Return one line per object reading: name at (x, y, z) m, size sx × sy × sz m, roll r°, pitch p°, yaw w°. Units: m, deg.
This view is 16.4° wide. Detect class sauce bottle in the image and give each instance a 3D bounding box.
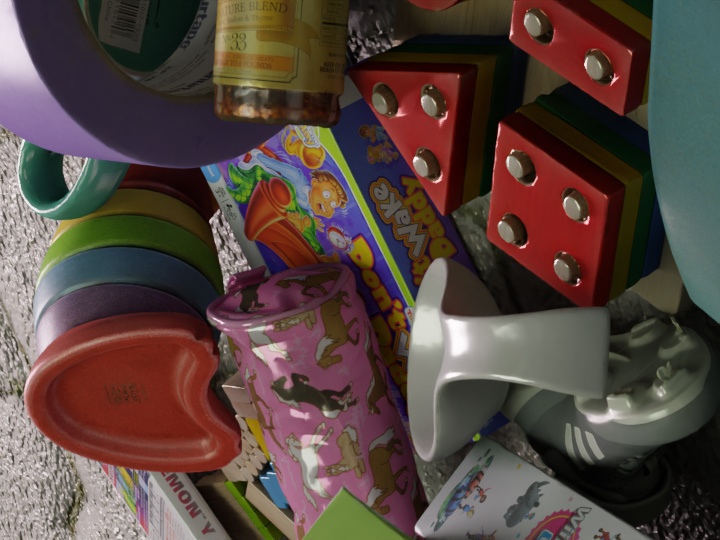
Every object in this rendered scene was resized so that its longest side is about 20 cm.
sauce bottle at (-0.034, -0.168, 1.176) m, size 0.066 × 0.066 × 0.201 m, roll 6°, pitch 95°, yaw 52°

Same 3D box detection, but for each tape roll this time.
tape roll at (-0.105, -0.152, 1.214) m, size 0.085 × 0.200 × 0.201 m, roll 9°, pitch 121°, yaw 52°

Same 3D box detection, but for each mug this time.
mug at (-0.139, -0.135, 1.324) m, size 0.114 × 0.152 × 0.186 m, roll 10°, pitch 136°, yaw 47°

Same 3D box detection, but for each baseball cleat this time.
baseball cleat at (0.131, 0.074, 1.177) m, size 0.107 × 0.070 × 0.200 m, roll 57°, pitch 167°, yaw -13°

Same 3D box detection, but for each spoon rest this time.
spoon rest at (0.052, 0.039, 1.168) m, size 0.200 × 0.060 × 0.100 m, roll 165°, pitch 110°, yaw -71°

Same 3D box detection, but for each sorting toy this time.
sorting toy at (0.073, -0.097, 1.129) m, size 0.199 × 0.069 × 0.201 m, roll 38°, pitch 142°, yaw 32°

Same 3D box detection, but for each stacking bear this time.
stacking bear at (-0.122, -0.002, 1.391) m, size 0.122 × 0.113 × 0.201 m, roll 79°, pitch -170°, yaw -48°

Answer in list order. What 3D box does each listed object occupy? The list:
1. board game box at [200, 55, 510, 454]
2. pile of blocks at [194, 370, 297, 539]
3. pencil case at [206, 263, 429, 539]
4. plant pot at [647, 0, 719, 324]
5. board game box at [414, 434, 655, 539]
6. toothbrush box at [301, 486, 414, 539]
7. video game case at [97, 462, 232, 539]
board game box at (0.000, 0.000, 1.327) m, size 0.134 × 0.045 × 0.201 m, roll -20°, pitch 97°, yaw 57°
pile of blocks at (-0.040, 0.104, 1.454) m, size 0.082 × 0.062 × 0.200 m, roll 43°, pitch 153°, yaw 13°
pencil case at (-0.014, 0.093, 1.303) m, size 0.086 × 0.083 × 0.201 m, roll -10°, pitch 109°, yaw 24°
plant pot at (0.197, -0.049, 0.937) m, size 0.141 × 0.141 × 0.201 m, roll 41°, pitch 150°, yaw 29°
board game box at (0.128, 0.167, 1.163) m, size 0.147 × 0.064 × 0.200 m, roll 42°, pitch 173°, yaw -24°
toothbrush box at (0.060, 0.208, 1.161) m, size 0.200 × 0.086 × 0.146 m, roll 37°, pitch 176°, yaw 43°
video game case at (-0.132, 0.136, 1.584) m, size 0.183 × 0.023 × 0.200 m, roll 54°, pitch 167°, yaw 11°
